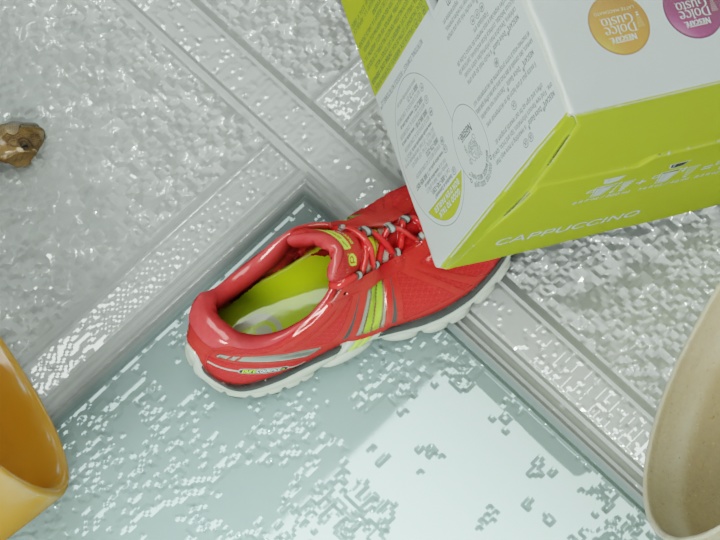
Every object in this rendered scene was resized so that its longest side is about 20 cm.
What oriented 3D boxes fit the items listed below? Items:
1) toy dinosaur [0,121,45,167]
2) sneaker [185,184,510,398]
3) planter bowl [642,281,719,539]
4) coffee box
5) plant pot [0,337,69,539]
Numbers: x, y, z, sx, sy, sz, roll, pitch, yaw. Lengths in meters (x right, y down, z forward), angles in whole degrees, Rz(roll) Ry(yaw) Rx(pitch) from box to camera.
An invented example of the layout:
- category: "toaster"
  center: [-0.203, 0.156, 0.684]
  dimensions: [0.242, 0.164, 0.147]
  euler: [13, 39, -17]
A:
- category: "toy dinosaur"
  center: [-0.276, -0.078, 1.317]
  dimensions: [0.199, 0.060, 0.107]
  euler: [-10, 67, 1]
- category: "sneaker"
  center: [0.000, 0.000, 1.242]
  dimensions: [0.199, 0.085, 0.077]
  euler: [-31, 68, -8]
- category: "planter bowl"
  center: [0.234, 0.061, 1.051]
  dimensions: [0.134, 0.200, 0.201]
  euler: [31, 71, -11]
- category: "coffee box"
  center: [0.122, -0.140, 1.190]
  dimensions: [0.199, 0.200, 0.199]
  euler: [-14, 73, -21]
- category: "plant pot"
  center: [-0.277, 0.087, 1.185]
  dimensions: [0.183, 0.200, 0.200]
  euler: [-38, 68, 5]
